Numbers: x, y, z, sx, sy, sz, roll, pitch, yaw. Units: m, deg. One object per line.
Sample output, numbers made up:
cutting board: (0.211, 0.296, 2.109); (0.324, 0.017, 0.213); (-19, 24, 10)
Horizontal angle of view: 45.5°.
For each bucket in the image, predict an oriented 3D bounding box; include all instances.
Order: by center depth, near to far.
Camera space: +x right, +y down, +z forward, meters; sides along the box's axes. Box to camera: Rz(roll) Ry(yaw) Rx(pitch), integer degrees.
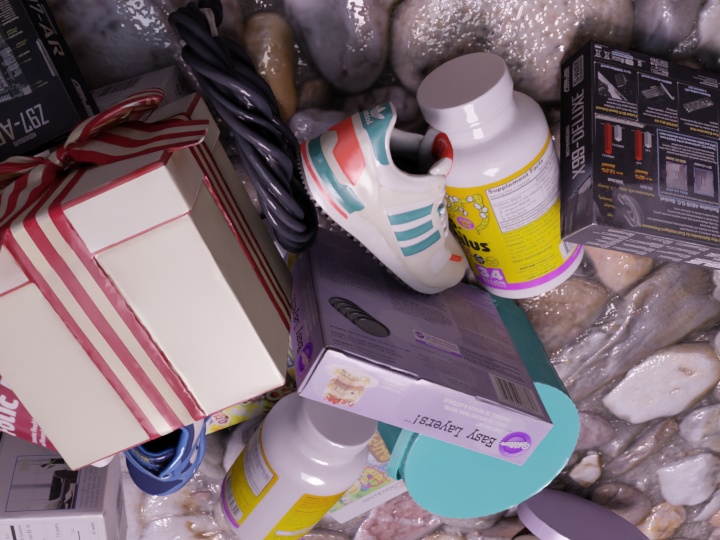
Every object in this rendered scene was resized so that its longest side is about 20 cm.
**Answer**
bucket: (0.105, 0.133, 0.846); (0.207, 0.135, 0.207); (-9, 125, -12)

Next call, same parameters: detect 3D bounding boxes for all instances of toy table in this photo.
toy table: (0.255, 0.356, 1.055); (0.200, 0.184, 0.117); (23, 105, -15)

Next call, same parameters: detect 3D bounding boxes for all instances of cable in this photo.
cable: (-0.071, -0.099, 0.615); (0.051, 0.163, 0.200); (-26, 114, -3)

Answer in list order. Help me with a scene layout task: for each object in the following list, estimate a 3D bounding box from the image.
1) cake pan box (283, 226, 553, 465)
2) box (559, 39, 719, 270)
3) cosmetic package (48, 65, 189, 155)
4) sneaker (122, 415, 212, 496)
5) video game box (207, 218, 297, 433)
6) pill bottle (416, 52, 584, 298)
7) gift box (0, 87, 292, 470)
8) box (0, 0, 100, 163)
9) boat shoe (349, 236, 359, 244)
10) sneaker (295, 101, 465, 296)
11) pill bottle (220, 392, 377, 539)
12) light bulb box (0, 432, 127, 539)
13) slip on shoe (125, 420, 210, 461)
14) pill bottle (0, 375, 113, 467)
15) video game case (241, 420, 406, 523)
cake pan box: (0.040, 0.052, 0.674); (0.200, 0.184, 0.052); (20, 117, -22)
box: (0.261, -0.087, 0.700); (0.200, 0.158, 0.050); (9, 163, -17)
cosmetic package: (-0.160, -0.048, 0.682); (0.101, 0.071, 0.200); (-16, 116, 5)
sneaker: (-0.168, 0.137, 0.713); (0.074, 0.082, 0.200); (31, 132, 5)
video game box: (-0.127, 0.062, 0.823); (0.182, 0.047, 0.200); (-19, 129, 9)
pill bottle: (0.115, -0.077, 0.715); (0.104, 0.104, 0.200); (-23, 128, 8)
gift box: (-0.148, -0.005, 0.559); (0.184, 0.200, 0.187); (-25, 113, 3)
box: (-0.304, -0.134, 0.590); (0.200, 0.044, 0.160); (-24, 100, 9)
boat shoe: (0.000, 0.000, 0.782); (0.065, 0.072, 0.200); (10, 122, -11)
sneaker: (0.044, -0.052, 0.646); (0.093, 0.070, 0.200); (-32, 136, 22)
pill bottle: (-0.059, 0.186, 0.834); (0.104, 0.104, 0.200); (15, 136, -21)
light bulb box: (-0.355, 0.266, 0.893); (0.200, 0.125, 0.198); (1, 129, -9)
slip on shoe: (-0.173, 0.130, 0.798); (0.061, 0.074, 0.200); (16, 129, -17)
pill bottle: (-0.291, 0.083, 0.740); (0.200, 0.114, 0.114); (21, 124, -2)
video game case: (-0.002, 0.199, 0.967); (0.182, 0.022, 0.200); (-30, 127, 14)
